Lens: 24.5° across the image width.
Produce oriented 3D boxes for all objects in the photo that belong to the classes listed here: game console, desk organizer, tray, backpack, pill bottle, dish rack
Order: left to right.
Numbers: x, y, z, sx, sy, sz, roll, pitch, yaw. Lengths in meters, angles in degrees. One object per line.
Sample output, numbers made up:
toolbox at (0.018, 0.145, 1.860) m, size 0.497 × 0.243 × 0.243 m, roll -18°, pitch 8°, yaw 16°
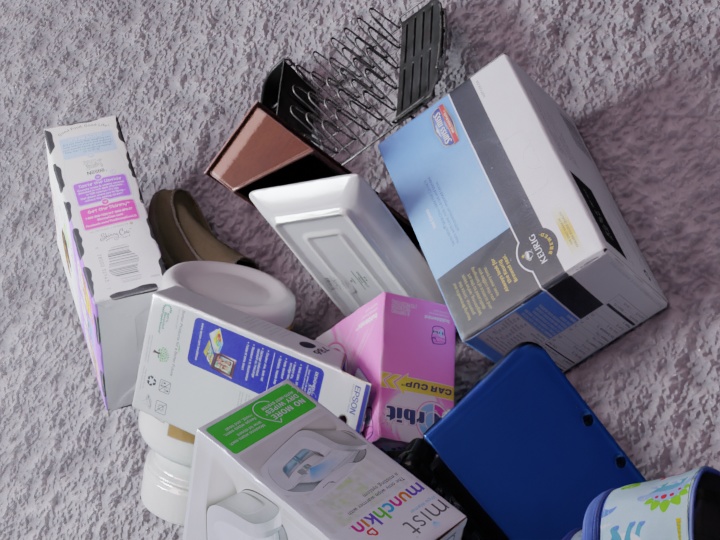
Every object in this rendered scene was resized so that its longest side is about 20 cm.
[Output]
pill bottle at (-0.125, 0.104, 1.377) m, size 0.114 × 0.114 × 0.202 m, roll 27°, pitch 114°, yaw 38°
desk organizer at (-0.031, -0.054, 1.361) m, size 0.077 × 0.200 × 0.072 m, roll 39°, pitch 93°, yaw 36°
dish rack at (-0.007, -0.158, 1.443) m, size 0.199 × 0.054 × 0.155 m, roll -33°, pitch 37°, yaw 33°
tray at (0.000, 0.000, 1.318) m, size 0.106 × 0.200 × 0.022 m, roll -6°, pitch 49°, yaw 32°
game console at (0.093, 0.164, 1.204) m, size 0.170 × 0.200 × 0.119 m, roll -11°, pitch 36°, yaw 47°
backpack at (0.208, 0.228, 1.081) m, size 0.146 × 0.200 × 0.185 m, roll -15°, pitch 63°, yaw 28°

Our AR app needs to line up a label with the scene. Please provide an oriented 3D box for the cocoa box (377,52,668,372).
cocoa box at (0.124, -0.036, 1.290) m, size 0.131 × 0.133 × 0.201 m, roll -34°, pitch 56°, yaw 17°

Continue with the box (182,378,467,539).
box at (-0.032, 0.212, 1.150) m, size 0.176 × 0.096 × 0.202 m, roll 36°, pitch 132°, yaw 29°

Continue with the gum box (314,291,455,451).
gum box at (0.000, 0.106, 1.307) m, size 0.200 × 0.065 × 0.115 m, roll -36°, pitch 46°, yaw 57°

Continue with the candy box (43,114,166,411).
candy box at (-0.225, -0.007, 1.489) m, size 0.071 × 0.169 × 0.201 m, roll -13°, pitch 56°, yaw -14°

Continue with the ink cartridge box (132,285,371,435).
ink cartridge box at (-0.078, 0.091, 1.263) m, size 0.198 × 0.039 × 0.101 m, roll 22°, pitch 109°, yaw 23°

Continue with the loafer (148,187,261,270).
loafer at (-0.127, 0.002, 1.487) m, size 0.068 × 0.076 × 0.201 m, roll -35°, pitch 65°, yaw 15°
